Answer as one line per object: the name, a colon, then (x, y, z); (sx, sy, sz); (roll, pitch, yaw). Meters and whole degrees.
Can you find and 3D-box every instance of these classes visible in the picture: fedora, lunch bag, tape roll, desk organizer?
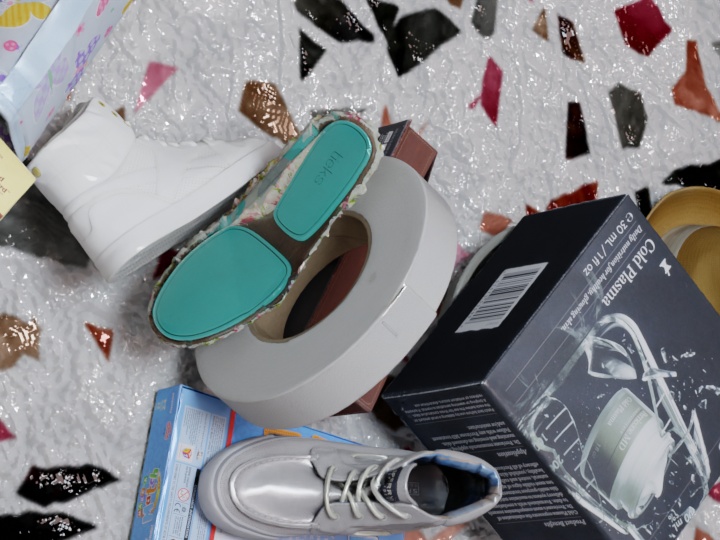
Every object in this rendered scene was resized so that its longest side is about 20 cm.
fedora: (0.298, 0.026, 1.963); (0.200, 0.082, 0.201); (7, 77, -34)
lunch bag: (-0.229, -0.143, 1.547); (0.127, 0.200, 0.170); (42, 62, -23)
tape roll: (-0.024, 0.013, 1.664); (0.037, 0.203, 0.203); (43, 60, -32)
desk organizer: (0.000, 0.000, 1.765); (0.077, 0.072, 0.200); (39, 62, -26)

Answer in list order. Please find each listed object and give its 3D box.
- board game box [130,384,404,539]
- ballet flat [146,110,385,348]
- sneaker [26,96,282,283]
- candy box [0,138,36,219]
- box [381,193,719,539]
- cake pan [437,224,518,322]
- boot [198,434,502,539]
board game box: (-0.060, 0.177, 1.712); (0.200, 0.037, 0.152); (20, 70, -30)
ballet flat: (-0.059, -0.023, 1.665); (0.200, 0.064, 0.076); (-44, 91, -2)
sneaker: (-0.138, -0.077, 1.678); (0.116, 0.074, 0.200); (49, 36, 6)
candy box: (-0.290, -0.061, 1.489); (0.115, 0.200, 0.055); (50, 57, -18)
box: (0.157, 0.088, 1.785); (0.197, 0.124, 0.200); (51, 58, -19)
cake pan: (0.134, 0.065, 1.869); (0.200, 0.037, 0.201); (7, 78, -34)
boot: (-0.002, 0.141, 1.678); (0.200, 0.096, 0.074); (1, 81, -36)
